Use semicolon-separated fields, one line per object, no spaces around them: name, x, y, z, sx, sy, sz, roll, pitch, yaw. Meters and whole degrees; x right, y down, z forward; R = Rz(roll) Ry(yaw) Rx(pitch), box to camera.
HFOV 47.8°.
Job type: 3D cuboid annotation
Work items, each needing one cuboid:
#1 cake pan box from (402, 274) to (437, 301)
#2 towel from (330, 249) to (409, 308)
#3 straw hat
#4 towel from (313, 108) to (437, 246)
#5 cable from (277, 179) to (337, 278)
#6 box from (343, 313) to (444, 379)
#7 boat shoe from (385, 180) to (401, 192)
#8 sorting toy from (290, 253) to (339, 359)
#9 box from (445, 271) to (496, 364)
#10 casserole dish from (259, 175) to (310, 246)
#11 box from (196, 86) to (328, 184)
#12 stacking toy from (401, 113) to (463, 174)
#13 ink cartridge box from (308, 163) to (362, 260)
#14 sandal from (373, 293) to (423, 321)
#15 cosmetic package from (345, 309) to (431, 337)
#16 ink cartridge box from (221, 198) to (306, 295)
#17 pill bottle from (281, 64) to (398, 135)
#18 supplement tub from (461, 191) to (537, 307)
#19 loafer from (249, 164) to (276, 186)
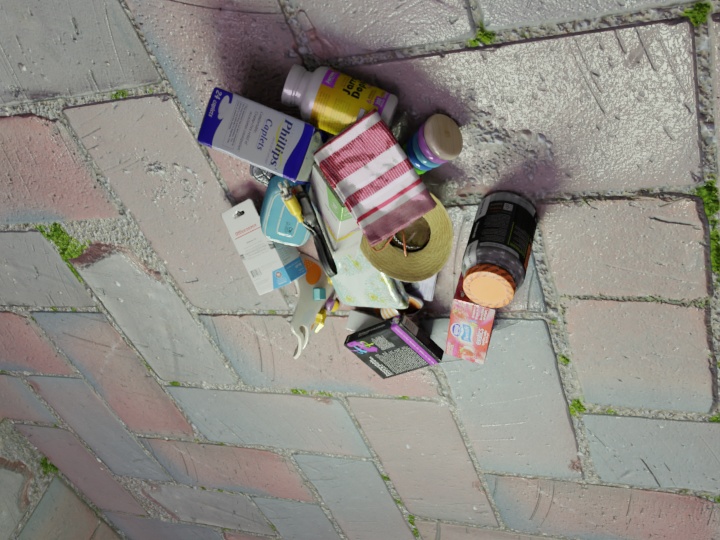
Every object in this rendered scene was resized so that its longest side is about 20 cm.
cake pan box;0.083;-0.035;1.730;0.180;0.053;0.202;14;140;9
towel;0.000;0.000;1.729;0.169;0.048;0.202;5;133;41
straw hat;0.098;-0.082;1.598;0.197;0.085;0.206;6;105;20
towel;0.024;-0.159;1.421;0.143;0.023;0.202;-31;101;19
cable;-0.099;-0.082;1.536;0.049;0.097;0.203;-19;106;6
box;0.074;0.176;1.849;0.143;0.037;0.198;42;138;-23
boat shoe;0.029;-0.187;1.514;0.200;0.074;0.074;43;154;43
sorting toy;-0.124;0.103;1.884;0.105;0.182;0.202;14;141;10
box;0.245;0.098;1.759;0.093;0.101;0.202;14;141;11
casserole dish;-0.144;-0.116;1.667;0.119;0.039;0.201;14;141;-8
box;-0.175;-0.244;1.502;0.196;0.184;0.107;22;97;4
stacking toy;0.099;-0.211;1.510;0.085;0.086;0.199;38;146;-18
ink cartridge box;-0.049;-0.106;1.568;0.118;0.066;0.202;55;153;27
sandal;0.079;0.099;1.836;0.078;0.060;0.206;24;159;-11
cosmetic package;0.066;0.145;1.913;0.196;0.052;0.083;18;-178;7
ink cartridge box;-0.214;-0.061;1.801;0.115;0.066;0.203;-19;99;41
pill bottle;-0.038;-0.297;1.450;0.196;0.105;0.105;22;142;1
supplement tub;0.258;-0.038;1.518;0.120;0.202;0.124;13;140;12
loafer;-0.138;-0.187;1.671;0.198;0.063;0.072;28;116;-25
